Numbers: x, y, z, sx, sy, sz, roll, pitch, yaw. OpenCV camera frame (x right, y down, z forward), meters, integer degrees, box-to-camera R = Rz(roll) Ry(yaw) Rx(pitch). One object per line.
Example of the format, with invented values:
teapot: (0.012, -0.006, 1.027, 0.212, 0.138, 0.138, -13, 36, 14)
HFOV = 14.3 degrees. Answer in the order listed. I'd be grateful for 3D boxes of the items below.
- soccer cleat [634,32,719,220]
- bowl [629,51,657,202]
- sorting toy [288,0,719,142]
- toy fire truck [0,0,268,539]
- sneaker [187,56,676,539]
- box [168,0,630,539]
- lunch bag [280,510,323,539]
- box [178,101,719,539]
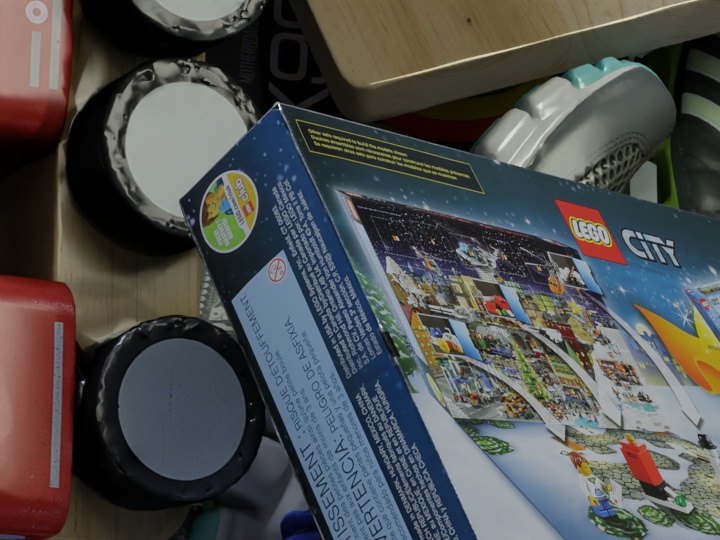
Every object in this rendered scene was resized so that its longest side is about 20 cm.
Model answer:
soccer cleat: (0.125, -0.034, 0.885, 0.081, 0.068, 0.200, -2, 53, 5)
bowl: (0.131, 0.016, 0.949, 0.201, 0.090, 0.201, 4, 57, -6)
sorting toy: (0.052, -0.135, 0.879, 0.199, 0.070, 0.200, -15, 60, -14)
toy fire truck: (-0.123, -0.026, 0.686, 0.200, 0.129, 0.176, 7, 78, -27)
sneaker: (0.039, 0.030, 0.776, 0.091, 0.078, 0.200, 36, 66, 5)
box: (0.000, 0.000, 0.855, 0.158, 0.050, 0.200, 7, 55, -6)
lunch bag: (-0.004, 0.157, 0.686, 0.170, 0.200, 0.124, 45, 44, -7)
box: (0.061, 0.041, 0.672, 0.200, 0.038, 0.137, 12, 43, -46)
